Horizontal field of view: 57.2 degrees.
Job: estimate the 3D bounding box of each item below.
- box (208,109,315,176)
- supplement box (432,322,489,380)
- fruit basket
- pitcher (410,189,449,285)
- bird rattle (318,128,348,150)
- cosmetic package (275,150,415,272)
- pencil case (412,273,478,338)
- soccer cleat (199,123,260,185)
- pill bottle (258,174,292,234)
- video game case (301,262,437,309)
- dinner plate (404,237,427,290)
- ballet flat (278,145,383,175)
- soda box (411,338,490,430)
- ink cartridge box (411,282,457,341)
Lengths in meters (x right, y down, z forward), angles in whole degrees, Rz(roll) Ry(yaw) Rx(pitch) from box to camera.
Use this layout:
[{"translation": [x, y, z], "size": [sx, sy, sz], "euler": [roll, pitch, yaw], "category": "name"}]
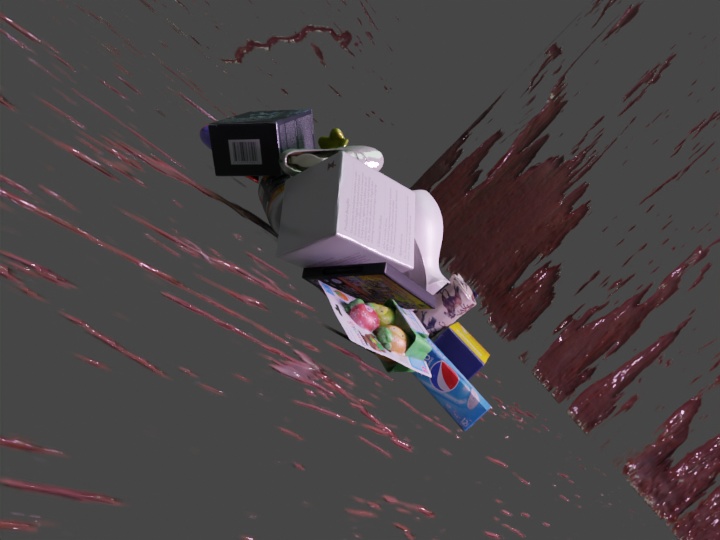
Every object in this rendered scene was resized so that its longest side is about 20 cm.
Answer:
[{"translation": [-0.196, -0.267, 1.364], "size": [0.200, 0.148, 0.107], "euler": [-51, 140, -65], "category": "box"}, {"translation": [0.203, 0.192, 1.450], "size": [0.110, 0.109, 0.200], "euler": [47, 9, 11], "category": "supplement box"}, {"translation": [0.029, 0.096, 1.175], "size": [0.200, 0.094, 0.185], "euler": [34, 14, -35], "category": "fruit basket"}, {"translation": [0.102, -0.058, 1.405], "size": [0.121, 0.171, 0.200], "euler": [-5, 83, -40], "category": "pitcher"}, {"translation": [-0.039, -0.182, 1.364], "size": [0.163, 0.113, 0.200], "euler": [40, -12, 29], "category": "bird rattle"}, {"translation": [-0.023, -0.087, 1.230], "size": [0.200, 0.166, 0.168], "euler": [24, 60, -39], "category": "cosmetic package"}, {"translation": [0.154, 0.094, 1.411], "size": [0.078, 0.200, 0.089], "euler": [46, 17, -12], "category": "pencil case"}, {"translation": [-0.278, -0.260, 1.486], "size": [0.200, 0.067, 0.077], "euler": [37, 16, -52], "category": "soccer cleat"}, {"translation": [-0.153, -0.155, 1.392], "size": [0.116, 0.116, 0.200], "euler": [39, 11, -33], "category": "pill bottle"}, {"translation": [0.020, 0.034, 1.244], "size": [0.180, 0.026, 0.200], "euler": [-3, -22, 33], "category": "video game case"}, {"translation": [0.076, -0.018, 1.338], "size": [0.200, 0.024, 0.200], "euler": [50, -30, 44], "category": "dinner plate"}, {"translation": [-0.054, -0.202, 1.243], "size": [0.200, 0.070, 0.069], "euler": [0, 16, -3], "category": "ballet flat"}, {"translation": [0.165, 0.219, 1.312], "size": [0.200, 0.064, 0.068], "euler": [47, 9, 17], "category": "soda box"}, {"translation": [0.141, 0.072, 1.588], "size": [0.147, 0.145, 0.200], "euler": [44, 9, -6], "category": "ink cartridge box"}]
